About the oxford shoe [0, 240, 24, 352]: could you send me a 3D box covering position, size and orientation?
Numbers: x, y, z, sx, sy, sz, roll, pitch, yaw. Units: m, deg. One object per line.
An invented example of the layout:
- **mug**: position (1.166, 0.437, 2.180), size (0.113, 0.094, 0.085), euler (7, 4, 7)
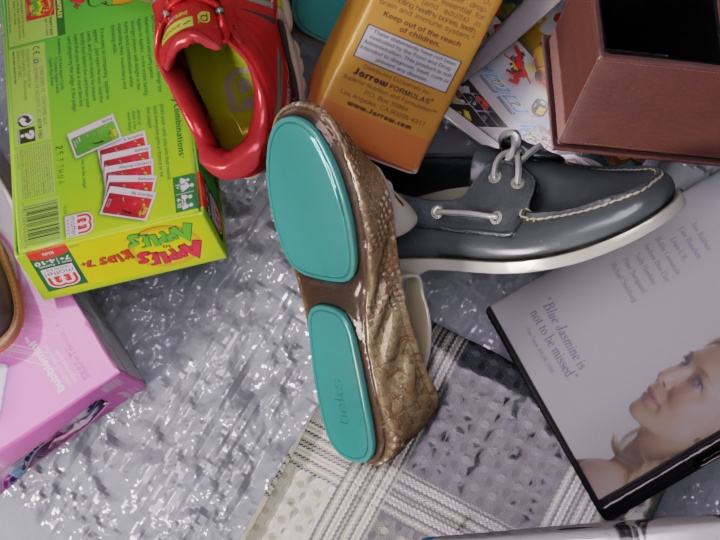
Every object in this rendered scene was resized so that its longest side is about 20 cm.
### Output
- **oxford shoe**: position (-0.249, -0.036, 1.468), size (0.071, 0.073, 0.200), euler (-40, 78, 0)

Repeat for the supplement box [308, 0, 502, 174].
- **supplement box**: position (0.041, -0.153, 1.417), size (0.069, 0.067, 0.200), euler (20, 116, -11)

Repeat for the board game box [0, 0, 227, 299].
- **board game box**: position (-0.133, -0.090, 1.500), size (0.101, 0.048, 0.201), euler (-13, 57, 7)

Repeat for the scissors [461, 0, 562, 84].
- **scissors**: position (0.110, -0.146, 1.428), size (0.073, 0.014, 0.200), euler (39, 125, 13)

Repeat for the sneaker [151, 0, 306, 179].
- **sneaker**: position (-0.075, -0.139, 1.403), size (0.077, 0.085, 0.201), euler (-12, 110, 19)

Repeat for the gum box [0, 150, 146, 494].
- **gum box**: position (-0.213, 0.017, 1.526), size (0.113, 0.066, 0.200), euler (-34, 78, 3)

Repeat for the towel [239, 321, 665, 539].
- **towel**: position (0.042, 0.142, 1.489), size (0.192, 0.035, 0.200), euler (28, 86, 9)

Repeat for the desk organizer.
- **desk organizer**: position (0.199, -0.101, 1.421), size (0.199, 0.077, 0.072), euler (5, 57, -12)

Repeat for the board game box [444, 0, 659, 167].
- **board game box**: position (0.087, -0.128, 1.510), size (0.200, 0.035, 0.126), euler (37, 91, 12)

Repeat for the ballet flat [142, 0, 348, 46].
- **ballet flat**: position (-0.039, -0.162, 1.484), size (0.199, 0.063, 0.069), euler (14, 120, -7)

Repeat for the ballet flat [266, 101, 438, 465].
- **ballet flat**: position (0.000, 0.000, 1.435), size (0.070, 0.065, 0.201), euler (18, 125, 43)

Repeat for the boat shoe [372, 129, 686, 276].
- **boat shoe**: position (0.069, -0.038, 1.452), size (0.199, 0.073, 0.062), euler (-6, 111, 33)

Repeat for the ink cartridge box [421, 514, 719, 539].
- **ink cartridge box**: position (0.136, 0.164, 1.387), size (0.199, 0.146, 0.085), euler (-4, 84, -4)

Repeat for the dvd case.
- **dvd case**: position (0.179, 0.023, 1.453), size (0.200, 0.018, 0.143), euler (-31, 54, 3)
